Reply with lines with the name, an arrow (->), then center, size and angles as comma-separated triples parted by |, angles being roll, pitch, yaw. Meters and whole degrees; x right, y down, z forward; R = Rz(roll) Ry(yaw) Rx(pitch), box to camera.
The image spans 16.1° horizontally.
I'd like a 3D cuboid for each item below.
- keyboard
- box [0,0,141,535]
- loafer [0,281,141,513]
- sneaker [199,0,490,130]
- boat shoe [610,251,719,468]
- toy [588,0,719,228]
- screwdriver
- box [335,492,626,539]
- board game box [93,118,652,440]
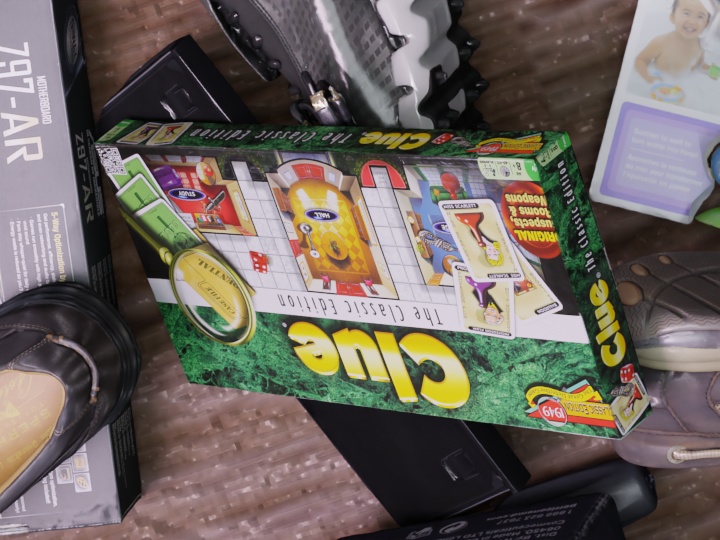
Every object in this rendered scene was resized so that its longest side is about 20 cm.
keyboard -> -0.007, 0.000, 0.900 | 0.200, 0.021, 0.127 | 52, 143, -6
box -> -0.173, 0.000, 0.937 | 0.160, 0.044, 0.200 | -7, 98, 7
loafer -> -0.168, 0.078, 0.889 | 0.200, 0.072, 0.073 | -41, 94, 11
sneaker -> -0.011, -0.089, 0.900 | 0.090, 0.066, 0.200 | -7, 105, 22
boat shoe -> 0.173, 0.035, 0.886 | 0.200, 0.075, 0.073 | 1, 115, -13
toy -> 0.161, -0.104, 0.885 | 0.115, 0.047, 0.200 | 14, 102, -3
screwdriver -> 0.016, 0.114, 0.944 | 0.200, 0.029, 0.028 | -23, 96, 8
box -> 0.032, 0.207, 0.850 | 0.117, 0.200, 0.197 | -11, 104, 25
board game box -> 0.000, 0.000, 0.859 | 0.200, 0.023, 0.105 | 4, 126, 42
